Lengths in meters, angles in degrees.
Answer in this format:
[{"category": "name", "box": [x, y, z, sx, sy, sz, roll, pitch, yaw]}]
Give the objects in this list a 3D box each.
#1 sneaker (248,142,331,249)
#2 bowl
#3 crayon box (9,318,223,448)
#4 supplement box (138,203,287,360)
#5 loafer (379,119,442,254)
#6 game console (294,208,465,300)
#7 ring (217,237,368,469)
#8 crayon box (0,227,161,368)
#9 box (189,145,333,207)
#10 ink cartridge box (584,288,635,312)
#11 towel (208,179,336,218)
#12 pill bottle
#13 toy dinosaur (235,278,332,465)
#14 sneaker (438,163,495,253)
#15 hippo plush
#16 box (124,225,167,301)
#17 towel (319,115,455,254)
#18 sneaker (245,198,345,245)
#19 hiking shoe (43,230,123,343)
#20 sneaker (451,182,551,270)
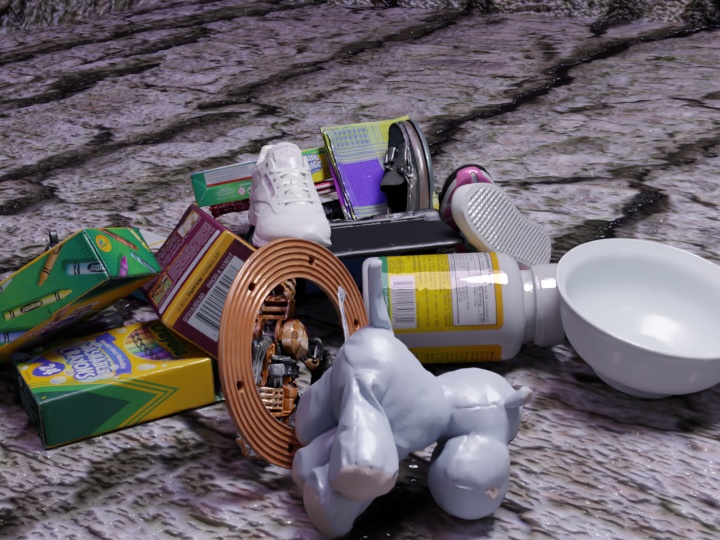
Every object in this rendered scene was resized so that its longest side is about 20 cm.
[{"category": "sneaker", "box": [-0.080, -0.075, 1.205, 0.075, 0.100, 0.200, -3, 20, -17]}, {"category": "bowl", "box": [0.276, 0.059, 1.117, 0.201, 0.090, 0.201, 7, 31, -4]}, {"category": "crayon box", "box": [-0.230, 0.102, 1.153, 0.200, 0.052, 0.126, -13, 23, -25]}, {"category": "supplement box", "box": [-0.156, 0.010, 1.207, 0.086, 0.110, 0.200, 37, -2, -21]}, {"category": "loafer", "box": [0.053, -0.092, 1.424, 0.063, 0.200, 0.072, -3, -17, -23]}, {"category": "game console", "box": [0.000, 0.000, 1.291, 0.200, 0.176, 0.116, -6, 48, -9]}, {"category": "ring", "box": [-0.056, 0.072, 1.013, 0.019, 0.201, 0.200, -4, 17, 37]}, {"category": "crayon box", "box": [-0.313, 0.030, 1.168, 0.200, 0.058, 0.119, -31, -5, 14]}, {"category": "box", "box": [-0.111, -0.121, 1.468, 0.117, 0.048, 0.200, -8, 5, 25]}, {"category": "ink cartridge box", "box": [0.258, 0.012, 1.299, 0.160, 0.047, 0.200, -5, 19, -24]}, {"category": "towel", "box": [-0.094, -0.098, 1.537, 0.144, 0.023, 0.200, -17, 8, -35]}, {"category": "pill bottle", "box": [0.104, 0.038, 1.189, 0.200, 0.113, 0.113, -3, 21, 2]}, {"category": "toy dinosaur", "box": [-0.071, 0.078, 1.064, 0.102, 0.136, 0.200, 22, 71, 18]}, {"category": "sneaker", "box": [0.125, -0.080, 1.380, 0.074, 0.200, 0.088, -16, 63, 4]}, {"category": "hippo plush", "box": [0.043, 0.125, 0.949, 0.161, 0.200, 0.159, 14, -23, -18]}, {"category": "box", "box": [-0.252, -0.003, 1.426, 0.200, 0.049, 0.082, 17, 29, 42]}, {"category": "towel", "box": [0.037, -0.098, 1.470, 0.143, 0.200, 0.023, -11, -14, -32]}, {"category": "sneaker", "box": [-0.045, -0.049, 1.463, 0.202, 0.077, 0.146, -10, 9, 8]}, {"category": "hiking shoe", "box": [-0.322, 0.020, 1.304, 0.076, 0.101, 0.200, -16, 25, -28]}, {"category": "sneaker", "box": [0.135, -0.039, 1.286, 0.082, 0.074, 0.200, -1, -20, 33]}]
